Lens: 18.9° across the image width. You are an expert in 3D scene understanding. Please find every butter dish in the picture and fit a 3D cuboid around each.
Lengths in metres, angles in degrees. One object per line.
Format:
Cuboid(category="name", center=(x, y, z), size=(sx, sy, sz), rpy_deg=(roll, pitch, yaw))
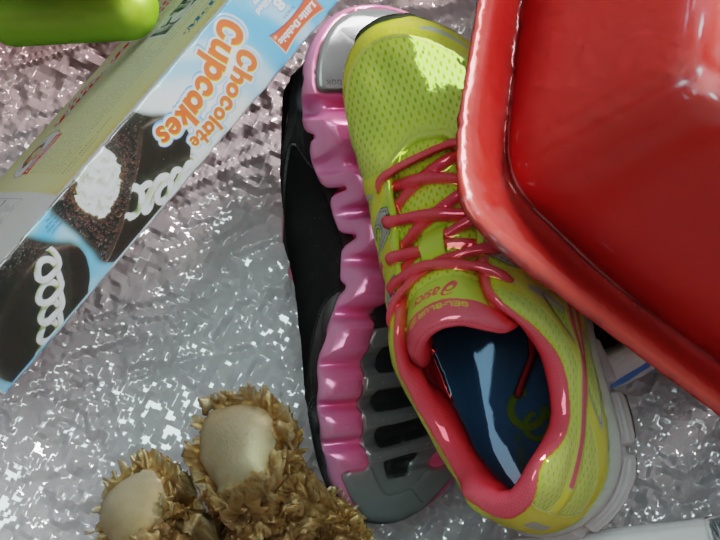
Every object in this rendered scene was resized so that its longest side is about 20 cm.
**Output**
Cuboid(category="butter dish", center=(0.147, -0.065, 0.751), size=(0.200, 0.148, 0.200), rpy_deg=(35, 44, -26))

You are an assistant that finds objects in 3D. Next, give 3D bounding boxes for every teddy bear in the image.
Cuboid(category="teddy bear", center=(-0.017, 0.137, 0.815), size=(0.200, 0.067, 0.145), rpy_deg=(38, 104, 5))

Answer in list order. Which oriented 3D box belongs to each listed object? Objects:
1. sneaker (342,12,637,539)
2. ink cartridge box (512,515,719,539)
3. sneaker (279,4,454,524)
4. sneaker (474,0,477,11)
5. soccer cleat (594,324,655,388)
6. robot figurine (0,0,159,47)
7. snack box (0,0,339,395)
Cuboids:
Cuboid(category="sneaker", center=(0.040, 0.000, 0.760), size=(0.078, 0.090, 0.201), rpy_deg=(-25, 80, 21))
Cuboid(category="ink cartridge box", center=(0.156, 0.168, 0.814), size=(0.199, 0.084, 0.145), rpy_deg=(-6, 74, -4))
Cuboid(category="sneaker", center=(0.000, 0.000, 0.864), size=(0.079, 0.095, 0.201), rpy_deg=(1, 84, -25))
Cuboid(category="sneaker", center=(0.077, -0.078, 0.857), size=(0.072, 0.073, 0.201), rpy_deg=(-13, 46, 11))
Cuboid(category="soccer cleat", center=(0.143, -0.003, 0.863), size=(0.199, 0.086, 0.070), rpy_deg=(-24, 76, -8))
Cuboid(category="robot figurine", center=(-0.124, -0.177, 0.854), size=(0.115, 0.200, 0.176), rpy_deg=(-15, 113, -8))
Cuboid(category="snack box", center=(-0.101, -0.042, 0.854), size=(0.037, 0.116, 0.200), rpy_deg=(44, 76, -19))
